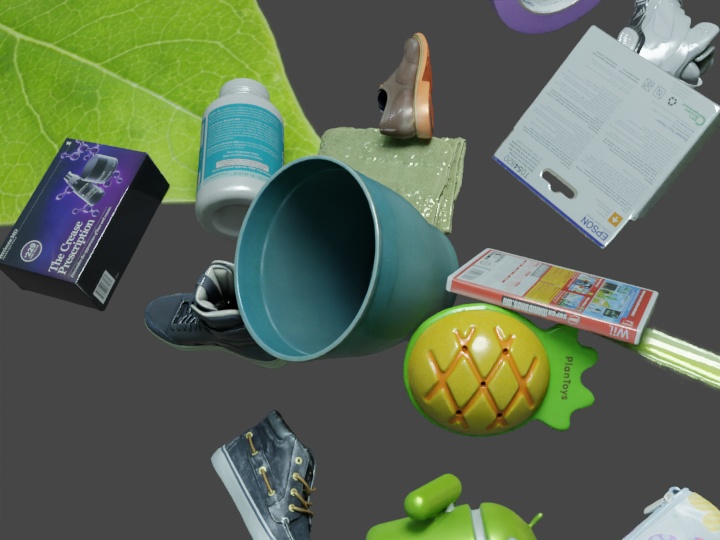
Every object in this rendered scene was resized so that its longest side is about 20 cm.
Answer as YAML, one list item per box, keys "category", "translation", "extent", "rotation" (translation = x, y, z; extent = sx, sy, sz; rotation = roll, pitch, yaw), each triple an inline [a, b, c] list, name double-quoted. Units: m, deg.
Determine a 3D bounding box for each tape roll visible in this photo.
- category: "tape roll"
  translation: [0.245, -0.405, 1.082]
  extent: [0.198, 0.201, 0.066]
  rotation: [-25, 56, -1]

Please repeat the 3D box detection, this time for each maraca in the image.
- category: "maraca"
  translation: [0.142, 0.104, 0.867]
  extent: [0.196, 0.107, 0.140]
  rotation: [3, 102, 2]

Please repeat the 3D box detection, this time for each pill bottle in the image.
- category: "pill bottle"
  translation: [-0.152, -0.147, 1.087]
  extent: [0.109, 0.111, 0.203]
  rotation: [-8, 59, 10]

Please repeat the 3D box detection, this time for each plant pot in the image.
- category: "plant pot"
  translation: [0.000, 0.000, 0.896]
  extent: [0.198, 0.187, 0.204]
  rotation: [-8, 77, 39]

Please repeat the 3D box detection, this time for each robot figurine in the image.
- category: "robot figurine"
  translation: [0.078, 0.280, 0.774]
  extent: [0.197, 0.116, 0.178]
  rotation: [-13, 85, 5]

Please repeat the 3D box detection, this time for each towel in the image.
- category: "towel"
  translation: [0.029, -0.110, 1.064]
  extent: [0.197, 0.037, 0.150]
  rotation: [7, 63, 17]

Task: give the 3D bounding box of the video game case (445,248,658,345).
- category: "video game case"
  translation: [0.205, 0.022, 0.896]
  extent: [0.197, 0.018, 0.143]
  rotation: [16, 20, 22]

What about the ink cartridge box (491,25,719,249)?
- category: "ink cartridge box"
  translation: [0.286, -0.156, 1.003]
  extent: [0.201, 0.040, 0.200]
  rotation: [-51, 58, 12]

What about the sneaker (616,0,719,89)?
- category: "sneaker"
  translation: [0.393, -0.308, 1.065]
  extent: [0.113, 0.075, 0.202]
  rotation: [16, 70, 22]

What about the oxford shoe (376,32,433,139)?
- category: "oxford shoe"
  translation: [0.056, -0.244, 1.097]
  extent: [0.072, 0.072, 0.202]
  rotation: [-5, 42, 9]

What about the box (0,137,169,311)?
- category: "box"
  translation: [-0.363, -0.064, 1.115]
  extent: [0.139, 0.079, 0.202]
  rotation: [10, 63, 23]

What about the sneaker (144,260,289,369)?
- category: "sneaker"
  translation: [-0.181, 0.040, 0.967]
  extent: [0.199, 0.147, 0.078]
  rotation: [9, 64, 21]

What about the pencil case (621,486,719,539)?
- category: "pencil case"
  translation: [0.232, 0.268, 0.724]
  extent: [0.198, 0.092, 0.083]
  rotation: [-26, 18, -24]

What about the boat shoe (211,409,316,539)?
- category: "boat shoe"
  translation: [-0.072, 0.235, 0.865]
  extent: [0.091, 0.071, 0.201]
  rotation: [-38, 56, -5]
